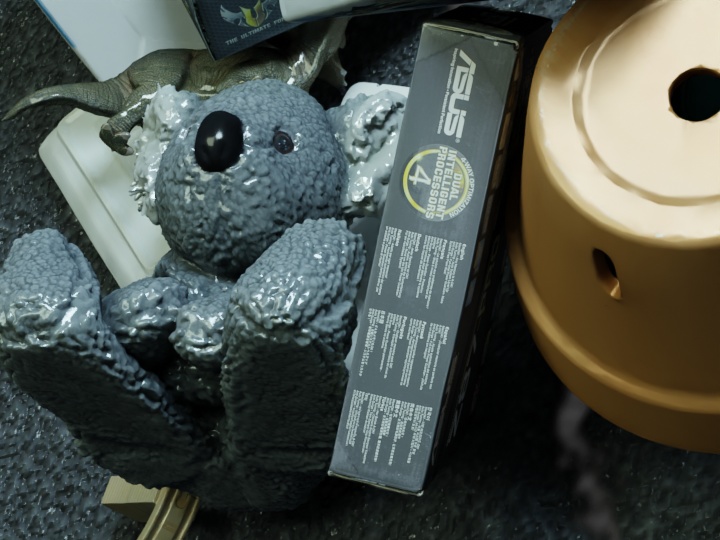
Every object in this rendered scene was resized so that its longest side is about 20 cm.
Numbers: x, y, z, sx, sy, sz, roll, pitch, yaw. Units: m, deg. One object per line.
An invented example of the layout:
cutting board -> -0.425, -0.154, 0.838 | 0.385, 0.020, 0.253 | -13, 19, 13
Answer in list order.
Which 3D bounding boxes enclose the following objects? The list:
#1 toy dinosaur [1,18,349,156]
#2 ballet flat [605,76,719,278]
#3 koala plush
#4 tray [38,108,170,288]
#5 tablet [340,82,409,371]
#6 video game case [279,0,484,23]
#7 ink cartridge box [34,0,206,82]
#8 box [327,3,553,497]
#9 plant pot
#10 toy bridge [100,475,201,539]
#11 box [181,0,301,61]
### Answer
toy dinosaur -> -0.082, -0.088, 1.533 | 0.200, 0.077, 0.102 | -16, 25, 12
ballet flat -> 0.146, -0.051, 1.348 | 0.064, 0.067, 0.200 | -34, 36, 66
koala plush -> -0.059, -0.007, 1.407 | 0.177, 0.184, 0.200 | -3, 55, 17
tray -> -0.107, -0.055, 1.578 | 0.107, 0.022, 0.200 | -37, 40, 1
tablet -> 0.000, 0.000, 1.476 | 0.130, 0.014, 0.200 | 12, 73, 46
video game case -> 0.095, -0.138, 1.255 | 0.182, 0.200, 0.022 | -8, 92, 55
ink cartridge box -> -0.163, -0.180, 1.639 | 0.067, 0.116, 0.200 | -38, 33, -1
box -> 0.038, -0.015, 1.303 | 0.049, 0.161, 0.200 | 13, 99, 9
plant pot -> 0.148, -0.042, 1.219 | 0.200, 0.140, 0.200 | -7, 63, 13
toy bridge -> -0.105, 0.115, 1.477 | 0.067, 0.027, 0.200 | -9, 57, 58
box -> -0.016, -0.207, 1.534 | 0.200, 0.051, 0.158 | -24, 46, -3
